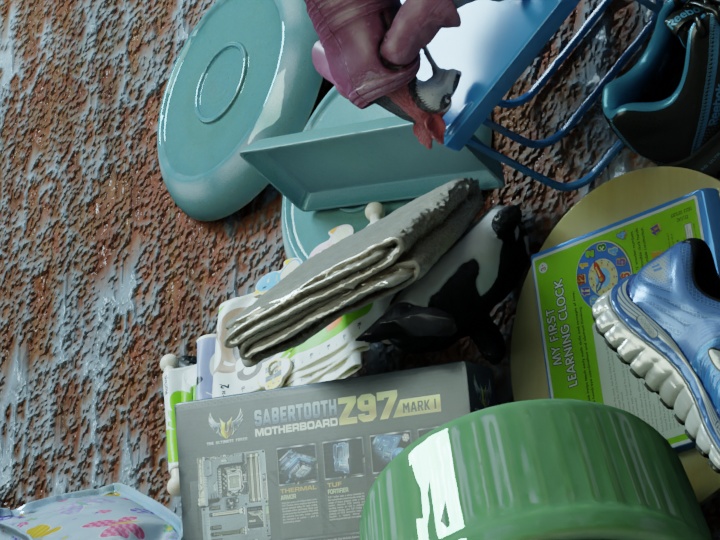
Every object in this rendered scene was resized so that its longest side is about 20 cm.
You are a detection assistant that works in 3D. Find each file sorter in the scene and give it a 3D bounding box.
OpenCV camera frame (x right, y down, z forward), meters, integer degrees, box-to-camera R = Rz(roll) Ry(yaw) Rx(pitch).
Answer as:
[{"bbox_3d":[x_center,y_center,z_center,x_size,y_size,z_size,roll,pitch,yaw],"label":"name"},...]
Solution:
[{"bbox_3d":[0.097,-0.166,1.298,0.139,0.122,0.201,-51,41,20],"label":"file sorter"}]

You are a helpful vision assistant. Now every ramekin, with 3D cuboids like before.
[{"bbox_3d":[0.092,0.158,1.092,0.200,0.199,0.098,-41,39,29],"label":"ramekin"}]

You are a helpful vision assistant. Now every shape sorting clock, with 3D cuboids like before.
[{"bbox_3d":[0.162,0.041,1.185,0.199,0.039,0.202,-12,72,40],"label":"shape sorting clock"}]

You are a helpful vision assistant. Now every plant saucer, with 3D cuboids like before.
[{"bbox_3d":[0.009,-0.066,1.430,0.199,0.027,0.202,-26,54,41],"label":"plant saucer"},{"bbox_3d":[0.007,-0.072,1.362,0.199,0.070,0.019,-6,50,48],"label":"plant saucer"},{"bbox_3d":[-0.096,-0.137,1.573,0.200,0.027,0.202,-33,45,41],"label":"plant saucer"}]

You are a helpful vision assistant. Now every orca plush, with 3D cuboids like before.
[{"bbox_3d":[0.069,0.020,1.235,0.105,0.071,0.200,-40,1,14],"label":"orca plush"}]

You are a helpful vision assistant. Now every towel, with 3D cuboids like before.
[{"bbox_3d":[0.000,0.000,1.240,0.132,0.200,0.035,-27,95,20],"label":"towel"}]

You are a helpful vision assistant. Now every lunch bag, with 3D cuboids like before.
[{"bbox_3d":[-0.153,0.241,1.342,0.200,0.126,0.172,-170,73,-64],"label":"lunch bag"}]

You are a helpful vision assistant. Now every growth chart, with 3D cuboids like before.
[{"bbox_3d":[-0.053,0.046,1.363,0.199,0.018,0.145,-35,38,13],"label":"growth chart"}]

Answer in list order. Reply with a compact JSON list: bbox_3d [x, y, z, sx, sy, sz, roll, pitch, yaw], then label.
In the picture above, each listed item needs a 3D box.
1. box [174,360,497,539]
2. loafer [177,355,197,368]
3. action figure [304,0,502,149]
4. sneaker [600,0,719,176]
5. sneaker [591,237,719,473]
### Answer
[{"bbox_3d":[-0.011,0.145,1.253,0.198,0.051,0.159,-10,79,22],"label":"box"},{"bbox_3d":[-0.067,0.121,1.402,0.200,0.072,0.072,32,109,54],"label":"loafer"},{"bbox_3d":[-0.005,-0.158,1.198,0.134,0.148,0.201,-35,80,45],"label":"action figure"},{"bbox_3d":[0.218,-0.139,1.176,0.201,0.082,0.073,-53,39,16],"label":"sneaker"},{"bbox_3d":[0.207,0.060,1.070,0.089,0.078,0.200,-46,64,12],"label":"sneaker"}]
